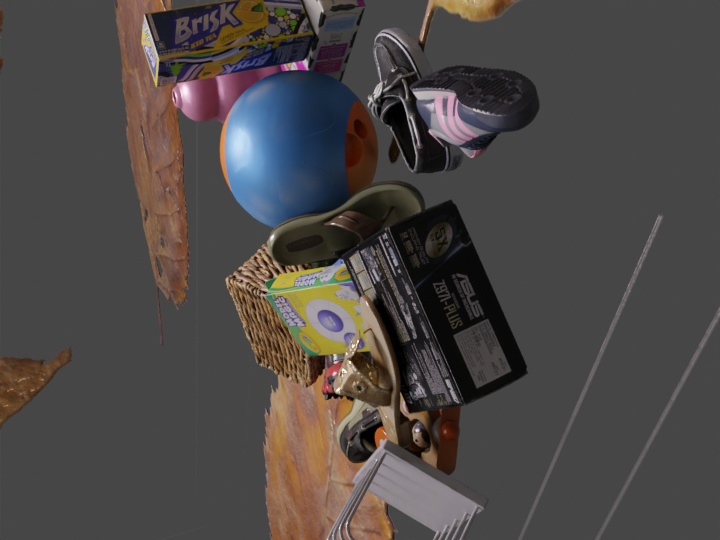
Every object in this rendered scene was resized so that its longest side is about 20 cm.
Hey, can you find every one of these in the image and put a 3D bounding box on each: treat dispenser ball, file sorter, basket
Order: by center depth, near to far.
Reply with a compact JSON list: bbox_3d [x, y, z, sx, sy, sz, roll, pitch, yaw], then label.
[{"bbox_3d":[0.043,0.313,1.283,0.138,0.125,0.200,30,156,2],"label":"file sorter"},{"bbox_3d":[-0.076,-0.150,1.331,0.201,0.199,0.202,168,90,-70],"label":"treat dispenser ball"},{"bbox_3d":[-0.087,0.055,1.600,0.142,0.149,0.201,20,141,35],"label":"basket"}]

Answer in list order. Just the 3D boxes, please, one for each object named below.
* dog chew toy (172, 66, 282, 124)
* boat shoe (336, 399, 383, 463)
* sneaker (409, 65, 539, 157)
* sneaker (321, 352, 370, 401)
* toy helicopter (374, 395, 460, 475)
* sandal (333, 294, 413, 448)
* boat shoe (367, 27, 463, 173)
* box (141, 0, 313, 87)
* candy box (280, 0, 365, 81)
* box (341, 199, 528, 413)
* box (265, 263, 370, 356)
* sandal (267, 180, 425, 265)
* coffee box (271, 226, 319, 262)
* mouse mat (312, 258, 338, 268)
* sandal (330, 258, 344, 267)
[{"bbox_3d":[-0.171,-0.263,1.521,0.124,0.199,0.126,167,90,-71],"label":"dog chew toy"},{"bbox_3d":[0.014,0.227,1.496,0.201,0.071,0.066,110,148,-49],"label":"boat shoe"},{"bbox_3d":[0.119,-0.146,1.019,0.082,0.070,0.200,67,168,-23],"label":"sneaker"},{"bbox_3d":[-0.020,0.138,1.545,0.201,0.070,0.099,104,167,-72],"label":"sneaker"},{"bbox_3d":[0.077,0.158,1.276,0.132,0.078,0.201,30,130,56],"label":"toy helicopter"},{"bbox_3d":[0.005,0.132,1.198,0.078,0.069,0.213,49,159,53],"label":"sandal"},{"bbox_3d":[0.044,-0.187,1.170,0.074,0.068,0.200,114,140,-58],"label":"boat shoe"},{"bbox_3d":[-0.165,-0.287,1.311,0.064,0.199,0.070,121,132,-63],"label":"box"},{"bbox_3d":[-0.061,-0.327,1.387,0.200,0.061,0.137,114,139,-60],"label":"candy box"},{"bbox_3d":[0.076,0.045,1.153,0.201,0.086,0.164,66,159,3],"label":"box"},{"bbox_3d":[-0.036,0.052,1.373,0.199,0.048,0.118,-8,125,44],"label":"box"},{"bbox_3d":[-0.014,-0.042,1.260,0.058,0.200,0.080,-95,-20,-55],"label":"sandal"},{"bbox_3d":[-0.091,-0.115,1.558,0.200,0.079,0.115,-121,32,-43],"label":"coffee box"},{"bbox_3d":[-0.041,0.016,1.617,0.200,0.007,0.162,115,139,-58],"label":"mouse mat"},{"bbox_3d":[0.000,0.000,1.381,0.200,0.086,0.080,114,141,-56],"label":"sandal"}]
